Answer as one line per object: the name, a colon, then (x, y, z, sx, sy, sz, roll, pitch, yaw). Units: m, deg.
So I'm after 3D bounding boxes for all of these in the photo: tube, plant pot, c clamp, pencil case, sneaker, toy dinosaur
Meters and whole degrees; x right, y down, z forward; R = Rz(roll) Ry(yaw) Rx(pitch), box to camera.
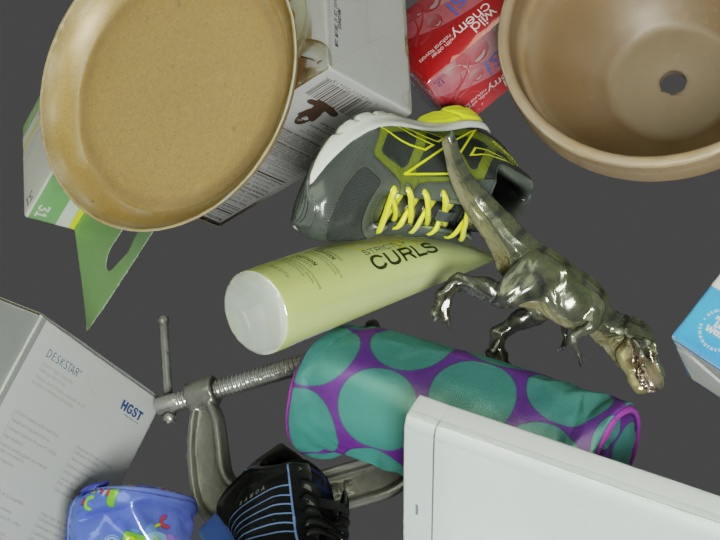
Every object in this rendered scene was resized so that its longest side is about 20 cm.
tube: (0.000, 0.000, 0.902, 0.052, 0.200, 0.058, -35, 80, 41)
plant pot: (-0.121, -0.121, 0.934, 0.199, 0.027, 0.201, -6, 77, 27)
c clamp: (-0.049, 0.087, 0.954, 0.199, 0.027, 0.172, -12, 62, 17)
pencil case: (0.060, 0.094, 0.853, 0.199, 0.093, 0.085, 15, 48, 25)
pencil case: (-0.159, 0.229, 0.899, 0.078, 0.087, 0.201, -24, 50, 51)
sneaker: (-0.036, 0.154, 0.832, 0.078, 0.070, 0.200, -55, 24, -6)
toy dinosaur: (0.096, 0.014, 0.884, 0.200, 0.047, 0.088, 44, 106, -7)
plant pot: (0.194, -0.138, 0.915, 0.200, 0.093, 0.202, -7, 66, 17)
sneaker: (0.040, -0.054, 0.904, 0.085, 0.200, 0.075, 38, 127, 24)

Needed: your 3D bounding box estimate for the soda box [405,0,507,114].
soda box: (0.115, -0.191, 0.994, 0.200, 0.070, 0.063, -40, 56, 1)

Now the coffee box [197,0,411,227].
coffee box: (-0.063, -0.127, 0.992, 0.200, 0.080, 0.115, -26, 54, 39)

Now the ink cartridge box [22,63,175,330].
ink cartridge box: (-0.192, -0.080, 1.029, 0.146, 0.048, 0.201, -51, 36, 35)

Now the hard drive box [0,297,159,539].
hard drive box: (-0.235, 0.135, 0.937, 0.077, 0.156, 0.201, 18, 73, 30)

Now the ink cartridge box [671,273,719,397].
ink cartridge box: (0.287, 0.002, 0.825, 0.116, 0.068, 0.200, 35, 82, 32)

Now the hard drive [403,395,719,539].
hard drive: (0.117, 0.152, 0.781, 0.199, 0.132, 0.027, 17, 40, 22)
